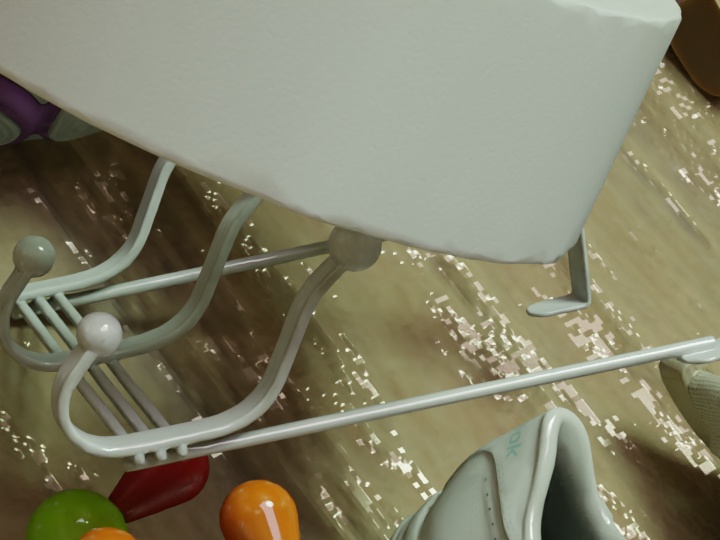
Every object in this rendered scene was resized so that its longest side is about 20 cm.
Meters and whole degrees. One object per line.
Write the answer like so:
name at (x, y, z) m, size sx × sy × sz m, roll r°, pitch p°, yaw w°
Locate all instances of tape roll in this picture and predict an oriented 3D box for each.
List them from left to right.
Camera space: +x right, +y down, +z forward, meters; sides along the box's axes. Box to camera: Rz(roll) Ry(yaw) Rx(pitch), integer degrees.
tape roll at (-0.022, -0.077, 0.725) m, size 0.202 × 0.071 × 0.202 m, roll 22°, pitch 15°, yaw -6°

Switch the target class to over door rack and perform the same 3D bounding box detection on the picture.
over door rack at (0.000, 0.000, 0.759) m, size 0.200 × 0.067 × 0.148 m, roll 0°, pitch 16°, yaw -20°

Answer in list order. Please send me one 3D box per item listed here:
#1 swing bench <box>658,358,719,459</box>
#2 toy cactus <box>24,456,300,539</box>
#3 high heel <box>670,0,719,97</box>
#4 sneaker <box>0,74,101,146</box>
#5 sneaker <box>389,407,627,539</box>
swing bench at (0.232, 0.024, 0.827) m, size 0.200 × 0.199 × 0.130 m, roll -48°, pitch 119°, yaw -10°
toy cactus at (-0.054, 0.141, 0.669) m, size 0.165 × 0.102 × 0.200 m, roll -22°, pitch 69°, yaw -23°
high heel at (0.124, -0.167, 1.022) m, size 0.096 × 0.067 × 0.200 m, roll -33°, pitch 96°, yaw -38°
sneaker at (-0.148, -0.098, 0.793) m, size 0.200 × 0.075 × 0.100 m, roll 19°, pitch 67°, yaw -20°
sneaker at (0.074, 0.130, 0.748) m, size 0.075 × 0.089 × 0.200 m, roll -8°, pitch 59°, yaw -40°
